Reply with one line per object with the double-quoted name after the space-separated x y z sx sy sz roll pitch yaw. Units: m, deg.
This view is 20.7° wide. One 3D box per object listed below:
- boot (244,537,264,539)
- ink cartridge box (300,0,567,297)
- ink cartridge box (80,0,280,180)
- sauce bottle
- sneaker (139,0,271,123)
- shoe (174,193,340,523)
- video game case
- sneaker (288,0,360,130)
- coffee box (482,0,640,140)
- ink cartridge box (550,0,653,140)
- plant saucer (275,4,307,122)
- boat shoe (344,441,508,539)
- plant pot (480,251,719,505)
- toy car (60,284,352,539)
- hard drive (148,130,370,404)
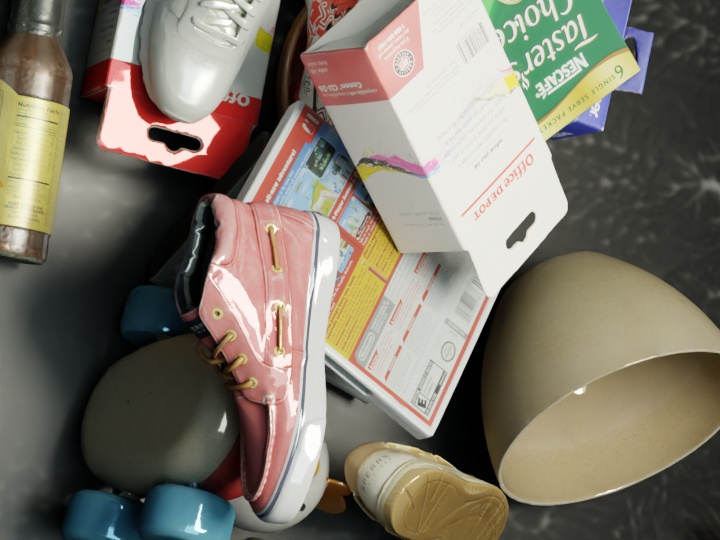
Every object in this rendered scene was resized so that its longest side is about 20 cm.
-0.010 0.231 1.440 0.200 0.075 0.097 46 61 -28 "boot"
0.055 -0.092 1.324 0.116 0.067 0.200 -45 119 -35 "ink cartridge box"
-0.125 -0.168 1.389 0.116 0.067 0.201 14 83 -24 "ink cartridge box"
-0.231 -0.106 1.342 0.065 0.065 0.201 10 83 -25 "sauce bottle"
-0.088 -0.195 1.326 0.076 0.080 0.201 23 81 -25 "sneaker"
-0.072 0.052 1.221 0.091 0.071 0.201 13 74 -25 "shoe"
0.000 0.000 1.327 0.200 0.017 0.143 40 57 -20 "video game case"
0.000 -0.177 1.391 0.067 0.108 0.202 10 85 -25 "sneaker"
0.102 -0.193 1.394 0.123 0.044 0.200 -35 103 -22 "coffee box"
0.122 -0.182 1.470 0.199 0.076 0.137 16 82 -26 "ink cartridge box"
0.028 -0.130 1.481 0.200 0.032 0.201 0 89 -25 "plant saucer"
0.048 0.165 1.433 0.074 0.069 0.200 -53 150 -4 "boat shoe"
0.170 0.066 1.475 0.200 0.201 0.135 -8 56 -25 "plant pot"
-0.074 0.125 1.363 0.200 0.177 0.185 28 65 -35 "toy car"
-0.031 0.001 1.401 0.200 0.033 0.140 31 119 -24 "hard drive"
